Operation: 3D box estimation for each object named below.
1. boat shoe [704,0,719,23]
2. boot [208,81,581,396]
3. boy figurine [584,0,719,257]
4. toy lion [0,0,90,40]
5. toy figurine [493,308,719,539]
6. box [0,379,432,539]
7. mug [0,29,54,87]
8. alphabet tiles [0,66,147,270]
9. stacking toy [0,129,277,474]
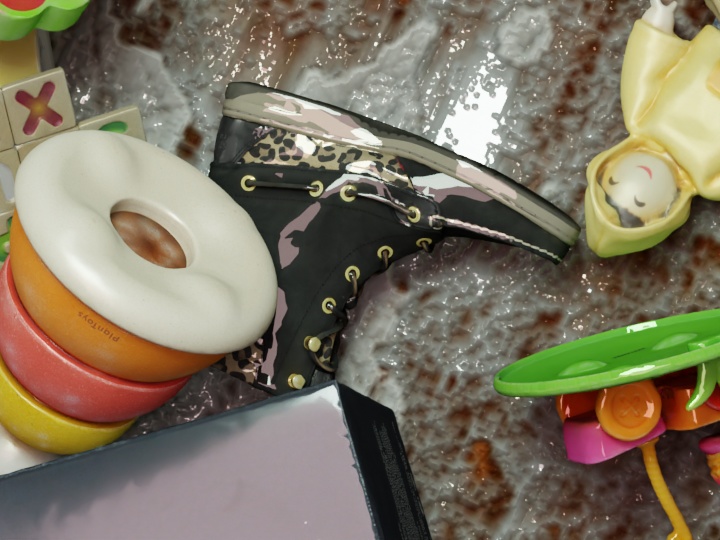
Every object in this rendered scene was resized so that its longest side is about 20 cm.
[{"bbox_3d":[0.151,-0.191,1.504,0.066,0.074,0.200,-40,52,-4],"label":"boat shoe"},{"bbox_3d":[0.000,0.000,1.536,0.199,0.073,0.151,21,91,5],"label":"boot"},{"bbox_3d":[0.182,-0.090,1.522,0.200,0.064,0.124,-43,82,-1],"label":"boy figurine"},{"bbox_3d":[-0.191,-0.218,1.463,0.200,0.069,0.192,38,60,-4],"label":"toy lion"},{"bbox_3d":[0.183,0.118,1.488,0.199,0.150,0.185,-16,96,-18],"label":"toy figurine"},{"bbox_3d":[-0.073,0.141,1.467,0.196,0.200,0.118,-16,82,6],"label":"box"},{"bbox_3d":[-0.237,-0.086,1.535,0.152,0.187,0.150,-7,110,-1],"label":"mug"},{"bbox_3d":[-0.178,-0.001,1.519,0.166,0.006,0.201,-19,122,-15],"label":"alphabet tiles"},{"bbox_3d":[-0.147,0.042,1.496,0.146,0.146,0.200,44,121,10],"label":"stacking toy"}]
